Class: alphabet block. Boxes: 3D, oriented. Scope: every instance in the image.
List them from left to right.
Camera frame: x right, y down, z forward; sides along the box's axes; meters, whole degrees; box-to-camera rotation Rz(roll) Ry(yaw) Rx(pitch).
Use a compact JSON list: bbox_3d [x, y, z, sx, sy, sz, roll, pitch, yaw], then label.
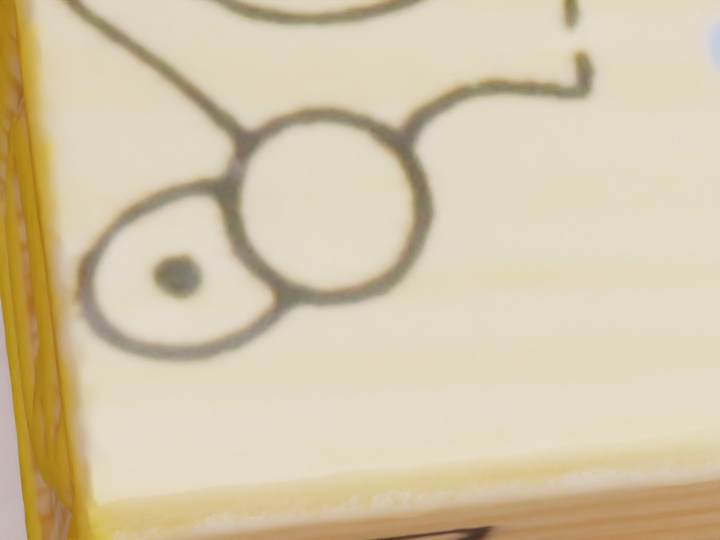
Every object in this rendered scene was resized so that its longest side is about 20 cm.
[{"bbox_3d":[0.000,0.000,0.794,0.199,0.196,0.196,-5,70,-11],"label":"alphabet block"}]
